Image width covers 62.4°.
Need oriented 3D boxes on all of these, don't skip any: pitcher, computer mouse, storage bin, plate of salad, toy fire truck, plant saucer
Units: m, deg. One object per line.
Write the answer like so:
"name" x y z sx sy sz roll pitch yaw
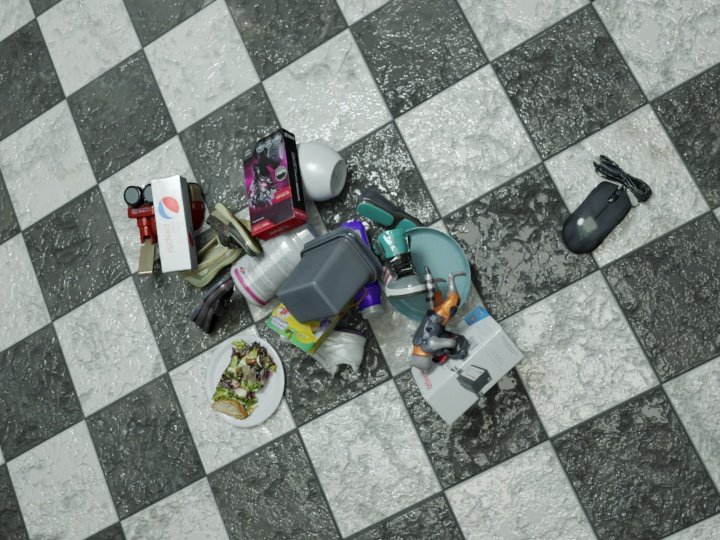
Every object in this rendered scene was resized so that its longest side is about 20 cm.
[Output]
"pitcher" -0.140 -0.204 1.326 0.195 0.121 0.177 16 86 22
"computer mouse" 0.489 -0.127 1.214 0.137 0.053 0.202 38 93 12
"storage bin" -0.067 0.029 1.171 0.147 0.198 0.135 50 57 -17
"plate of salad" -0.267 0.249 1.340 0.193 0.048 0.208 -1 84 13
"toy fire truck" -0.460 -0.099 1.390 0.170 0.129 0.208 -4 95 11
"plant saucer" 0.138 0.009 1.262 0.193 0.027 0.207 4 104 18

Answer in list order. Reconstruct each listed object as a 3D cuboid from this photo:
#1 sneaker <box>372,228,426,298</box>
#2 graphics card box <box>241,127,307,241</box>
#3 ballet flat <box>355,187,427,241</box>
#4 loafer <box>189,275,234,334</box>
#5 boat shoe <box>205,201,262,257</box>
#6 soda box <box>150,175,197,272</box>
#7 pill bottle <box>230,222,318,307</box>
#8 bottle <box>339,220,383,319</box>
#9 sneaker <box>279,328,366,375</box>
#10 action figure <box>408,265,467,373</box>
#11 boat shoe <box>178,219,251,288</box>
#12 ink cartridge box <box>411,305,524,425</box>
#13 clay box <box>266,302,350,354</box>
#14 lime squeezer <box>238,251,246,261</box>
"sneaker" 0.076 -0.018 1.170 0.081 0.200 0.125 -10 99 -12
"graphics card box" -0.184 -0.181 1.259 0.123 0.050 0.207 -18 73 31
"ballet flat" 0.080 -0.115 1.282 0.196 0.073 0.074 31 90 -14
"loafer" -0.318 0.079 1.325 0.064 0.072 0.199 51 136 1
"boat shoe" -0.278 -0.077 1.295 0.065 0.073 0.200 -45 45 -3
"soda box" -0.409 -0.102 1.310 0.066 0.064 0.207 -7 92 -2
"pill bottle" -0.181 -0.024 1.316 0.199 0.113 0.114 -40 78 6
"bottle" 0.000 0.000 1.279 0.063 0.084 0.206 -10 72 -19
"sneaker" -0.087 0.172 1.295 0.193 0.075 0.103 6 84 13
"action figure" 0.135 0.102 1.184 0.102 0.199 0.199 21 78 -23
"boat shoe" -0.331 -0.047 1.366 0.200 0.063 0.074 -41 45 10
"ink cartridge box" 0.208 0.185 1.187 0.199 0.145 0.084 -43 105 5
"clay box" -0.104 0.089 1.260 0.113 0.048 0.201 30 48 12
"lime squeezer" -0.219 -0.101 1.347 0.038 0.071 0.199 40 122 -14
